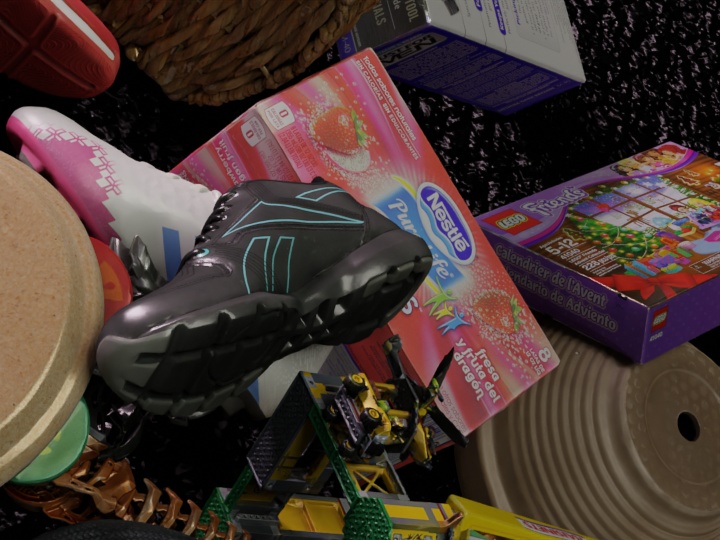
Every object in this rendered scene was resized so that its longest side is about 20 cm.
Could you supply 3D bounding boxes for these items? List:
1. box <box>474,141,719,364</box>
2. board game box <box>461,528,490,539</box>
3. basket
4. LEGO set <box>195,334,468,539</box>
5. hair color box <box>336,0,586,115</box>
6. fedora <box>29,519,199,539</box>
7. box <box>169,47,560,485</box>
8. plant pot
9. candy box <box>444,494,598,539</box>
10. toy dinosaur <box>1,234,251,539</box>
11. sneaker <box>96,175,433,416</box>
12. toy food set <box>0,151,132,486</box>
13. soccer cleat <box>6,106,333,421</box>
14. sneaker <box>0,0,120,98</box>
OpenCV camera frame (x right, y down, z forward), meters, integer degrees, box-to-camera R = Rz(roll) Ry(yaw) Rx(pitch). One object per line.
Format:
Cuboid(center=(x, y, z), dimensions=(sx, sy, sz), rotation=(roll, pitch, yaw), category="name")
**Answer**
Cuboid(center=(0.177, -0.016, 1.158), dimensions=(0.200, 0.137, 0.039), rotation=(-22, 126, -41), category="box")
Cuboid(center=(0.069, 0.232, 0.933), dimensions=(0.095, 0.030, 0.201), rotation=(33, 49, -27), category="board game box")
Cuboid(center=(-0.041, -0.193, 1.019), dimensions=(0.143, 0.200, 0.149), rotation=(46, 50, -10), category="basket")
Cuboid(center=(0.004, 0.141, 0.923), dimensions=(0.115, 0.201, 0.154), rotation=(9, 29, -34), category="LEGO set")
Cuboid(center=(0.051, -0.163, 1.125), dimensions=(0.200, 0.065, 0.110), rotation=(11, 62, -60), category="hair color box")
Cuboid(center=(-0.114, 0.213, 0.848), dimensions=(0.200, 0.092, 0.202), rotation=(3, 74, -9), category="fedora")
Cuboid(center=(0.000, 0.000, 1.035), dimensions=(0.095, 0.103, 0.200), rotation=(-32, 90, -41), category="box")
Cuboid(center=(0.158, 0.102, 1.116), dimensions=(0.200, 0.093, 0.202), rotation=(15, 64, -32), category="plant pot")
Cuboid(center=(0.109, 0.193, 1.046), dimensions=(0.199, 0.026, 0.103), rotation=(20, 104, -29), category="candy box")
Cuboid(center=(-0.137, 0.070, 0.902), dimensions=(0.200, 0.102, 0.136), rotation=(48, 52, -4), category="toy dinosaur")
Cuboid(center=(-0.054, 0.007, 0.891), dimensions=(0.079, 0.075, 0.200), rotation=(49, 37, 18), category="sneaker")
Cuboid(center=(-0.203, 0.026, 0.850), dimensions=(0.198, 0.049, 0.200), rotation=(-34, 66, -16), category="toy food set")
Cuboid(center=(-0.091, -0.016, 0.975), dimensions=(0.086, 0.070, 0.200), rotation=(-41, 93, -13), category="soccer cleat")
Cuboid(center=(-0.186, -0.186, 0.990), dimensions=(0.200, 0.078, 0.116), rotation=(40, 53, -18), category="sneaker")
